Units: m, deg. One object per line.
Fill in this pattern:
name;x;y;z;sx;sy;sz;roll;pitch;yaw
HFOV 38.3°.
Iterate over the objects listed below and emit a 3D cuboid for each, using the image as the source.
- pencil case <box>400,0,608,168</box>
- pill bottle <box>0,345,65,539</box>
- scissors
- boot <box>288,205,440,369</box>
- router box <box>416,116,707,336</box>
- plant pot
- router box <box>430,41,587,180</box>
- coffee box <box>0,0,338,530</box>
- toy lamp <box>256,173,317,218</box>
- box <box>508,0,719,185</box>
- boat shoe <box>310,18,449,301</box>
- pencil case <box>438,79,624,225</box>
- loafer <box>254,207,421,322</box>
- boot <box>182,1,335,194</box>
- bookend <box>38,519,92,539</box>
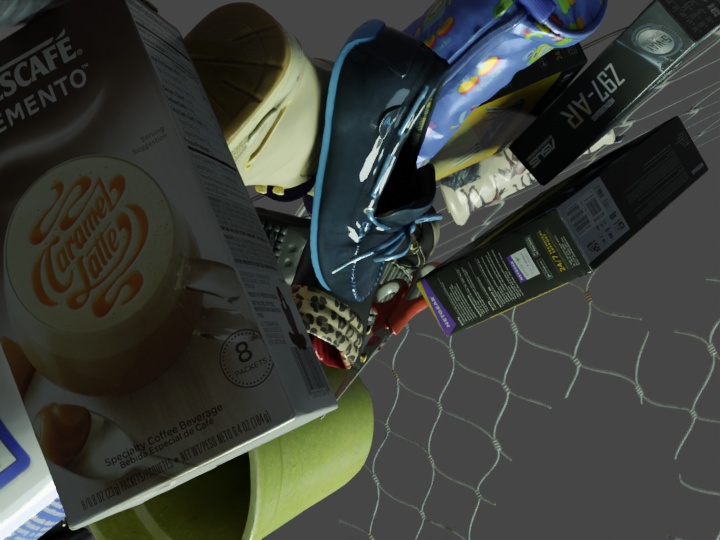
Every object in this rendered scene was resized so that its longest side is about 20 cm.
pencil case;0.060;-0.129;0.637;0.199;0.078;0.087;-36;-160;51
pill bottle;-0.207;0.100;0.591;0.199;0.113;0.112;-37;173;-2
scissors;0.021;0.048;0.816;0.072;0.014;0.201;-17;-159;23
boot;0.000;0.000;0.797;0.072;0.153;0.200;16;165;16
router box;0.160;-0.035;0.815;0.199;0.053;0.157;-33;-178;-41
plant pot;-0.091;0.126;0.802;0.199;0.203;0.183;-30;166;34
router box;0.078;-0.126;0.839;0.155;0.053;0.200;-24;173;-9
coffee box;-0.105;-0.006;0.465;0.113;0.203;0.080;-26;172;10
toy lamp;-0.036;-0.069;0.844;0.058;0.059;0.200;-26;171;11
box;0.217;-0.159;0.848;0.160;0.044;0.200;-45;175;32
boat shoe;0.012;-0.047;0.622;0.202;0.068;0.085;93;22;-52
pencil case;0.165;-0.122;1.062;0.198;0.079;0.089;-28;153;12
loafer;-0.034;-0.016;0.938;0.074;0.197;0.071;-63;-162;15
boot;-0.094;-0.058;0.596;0.200;0.073;0.155;-44;170;13
bookend;-0.336;0.177;0.953;0.091;0.203;0.199;13;-169;23
